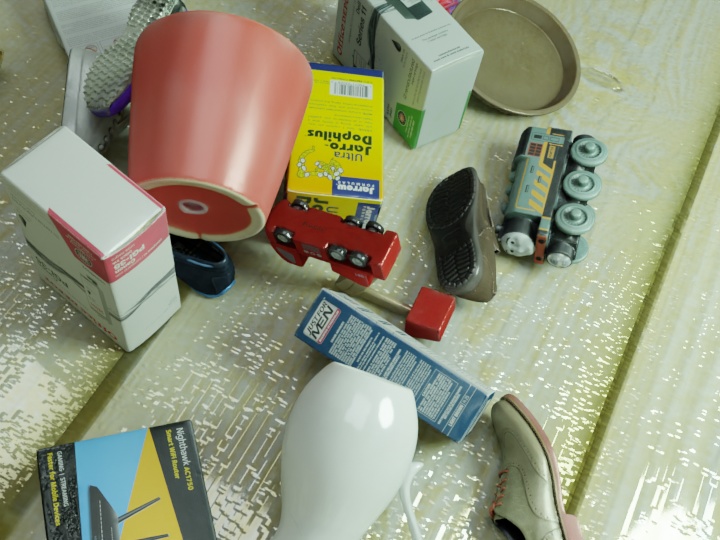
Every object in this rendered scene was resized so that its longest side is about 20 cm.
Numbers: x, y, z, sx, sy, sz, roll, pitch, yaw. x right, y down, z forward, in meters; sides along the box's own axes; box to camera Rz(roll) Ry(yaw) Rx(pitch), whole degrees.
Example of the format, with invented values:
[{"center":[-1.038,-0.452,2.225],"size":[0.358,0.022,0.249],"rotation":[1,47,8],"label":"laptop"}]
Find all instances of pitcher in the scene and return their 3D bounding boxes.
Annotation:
[{"center":[0.001,0.201,0.894],"size":[0.171,0.121,0.201],"rotation":[20,86,-13],"label":"pitcher"}]

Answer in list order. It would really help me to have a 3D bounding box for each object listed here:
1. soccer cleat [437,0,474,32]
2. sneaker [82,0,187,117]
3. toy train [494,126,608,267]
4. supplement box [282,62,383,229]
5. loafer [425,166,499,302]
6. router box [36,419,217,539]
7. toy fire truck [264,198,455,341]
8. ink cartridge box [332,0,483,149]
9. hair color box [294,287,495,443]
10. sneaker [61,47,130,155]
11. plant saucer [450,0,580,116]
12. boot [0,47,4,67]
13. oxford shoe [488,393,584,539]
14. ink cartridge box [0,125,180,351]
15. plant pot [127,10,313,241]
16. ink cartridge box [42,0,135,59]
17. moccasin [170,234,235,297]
[{"center":[0.097,-0.399,1.347],"size":[0.068,0.073,0.200],"rotation":[-25,65,-24],"label":"soccer cleat"},{"center":[-0.243,-0.237,1.118],"size":[0.069,0.100,0.200],"rotation":[2,54,29],"label":"sneaker"},{"center":[0.234,-0.092,1.168],"size":[0.114,0.085,0.200],"rotation":[11,57,14],"label":"toy train"},{"center":[-0.033,-0.134,1.130],"size":[0.109,0.109,0.200],"rotation":[5,56,-6],"label":"supplement box"},{"center":[0.124,-0.038,1.128],"size":[0.073,0.071,0.200],"rotation":[-23,42,29],"label":"loafer"},{"center":[-0.211,0.249,0.882],"size":[0.149,0.051,0.200],"rotation":[-9,59,-17],"label":"router box"},{"center":[0.000,0.000,1.048],"size":[0.200,0.141,0.049],"rotation":[17,62,21],"label":"toy fire truck"},{"center":[0.053,-0.280,1.219],"size":[0.083,0.147,0.200],"rotation":[-26,63,-22],"label":"ink cartridge box"},{"center":[0.038,0.097,0.989],"size":[0.200,0.100,0.061],"rotation":[33,92,13],"label":"hair color box"},{"center":[-0.305,-0.164,1.113],"size":[0.084,0.073,0.201],"rotation":[6,74,-17],"label":"sneaker"},{"center":[0.205,-0.292,1.299],"size":[0.199,0.029,0.201],"rotation":[7,66,-15],"label":"plant saucer"},{"center":[-0.510,-0.297,1.182],"size":[0.155,0.073,0.200],"rotation":[16,58,2],"label":"boot"},{"center":[0.161,0.218,0.955],"size":[0.075,0.071,0.200],"rotation":[-12,58,-10],"label":"oxford shoe"},{"center":[-0.265,-0.025,0.967],"size":[0.146,0.200,0.083],"rotation":[37,62,15],"label":"ink cartridge box"},{"center":[-0.157,-0.139,0.997],"size":[0.200,0.201,0.178],"rotation":[9,67,-3],"label":"plant pot"},{"center":[-0.308,-0.310,1.237],"size":[0.162,0.050,0.200],"rotation":[-20,66,-15],"label":"ink cartridge box"},{"center":[-0.218,-0.050,1.069],"size":[0.200,0.068,0.081],"rotation":[28,57,9],"label":"moccasin"}]
